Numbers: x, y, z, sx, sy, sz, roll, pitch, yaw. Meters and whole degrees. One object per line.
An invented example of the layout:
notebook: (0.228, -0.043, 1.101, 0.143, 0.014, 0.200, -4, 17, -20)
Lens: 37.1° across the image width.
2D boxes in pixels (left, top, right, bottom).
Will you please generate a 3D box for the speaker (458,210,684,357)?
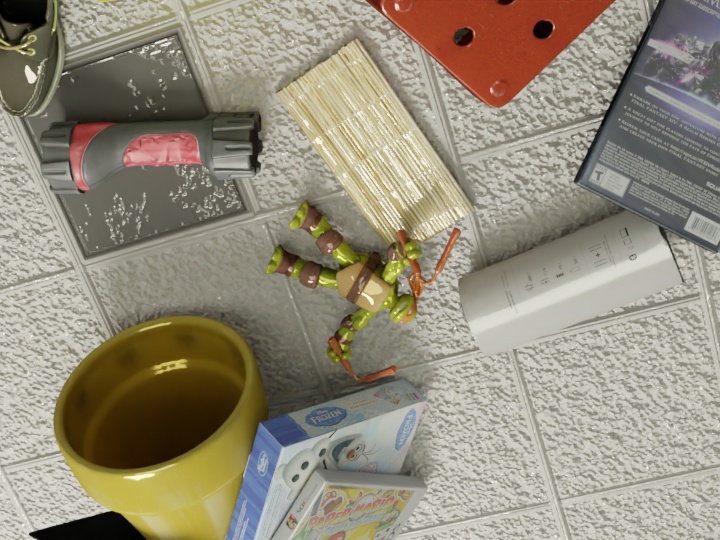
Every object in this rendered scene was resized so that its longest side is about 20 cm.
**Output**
speaker: (0.192, 0.010, 0.997, 0.197, 0.082, 0.082, -23, 112, 15)

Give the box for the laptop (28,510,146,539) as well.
laptop: (-0.220, 0.338, 1.122, 0.185, 0.116, 0.203, 19, 132, 28)

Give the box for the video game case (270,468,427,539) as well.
video game case: (-0.031, 0.283, 1.080, 0.023, 0.199, 0.184, 37, 100, 34)

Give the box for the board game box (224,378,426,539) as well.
board game box: (-0.040, 0.219, 1.070, 0.043, 0.197, 0.203, 37, 122, 35)

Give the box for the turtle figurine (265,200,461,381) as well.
turtle figurine: (0.000, 0.000, 1.022, 0.160, 0.065, 0.201, 32, 123, -1)

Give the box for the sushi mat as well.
sushi mat: (0.016, -0.109, 0.996, 0.095, 0.012, 0.201, -31, 109, 18)

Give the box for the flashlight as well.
flashlight: (-0.191, -0.106, 0.988, 0.196, 0.068, 0.069, 0, 115, 7)

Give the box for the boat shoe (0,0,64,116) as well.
boat shoe: (-0.299, -0.227, 0.945, 0.071, 0.061, 0.205, 14, 116, -1)

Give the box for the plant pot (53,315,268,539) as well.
plant pot: (-0.178, 0.182, 1.065, 0.197, 0.202, 0.191, -6, 130, 9)

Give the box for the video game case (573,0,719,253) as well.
video game case: (0.288, -0.136, 0.916, 0.141, 0.019, 0.203, 24, 95, -6)

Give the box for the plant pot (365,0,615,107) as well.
plant pot: (0.089, -0.245, 0.802, 0.199, 0.178, 0.200, 33, 116, -32)
